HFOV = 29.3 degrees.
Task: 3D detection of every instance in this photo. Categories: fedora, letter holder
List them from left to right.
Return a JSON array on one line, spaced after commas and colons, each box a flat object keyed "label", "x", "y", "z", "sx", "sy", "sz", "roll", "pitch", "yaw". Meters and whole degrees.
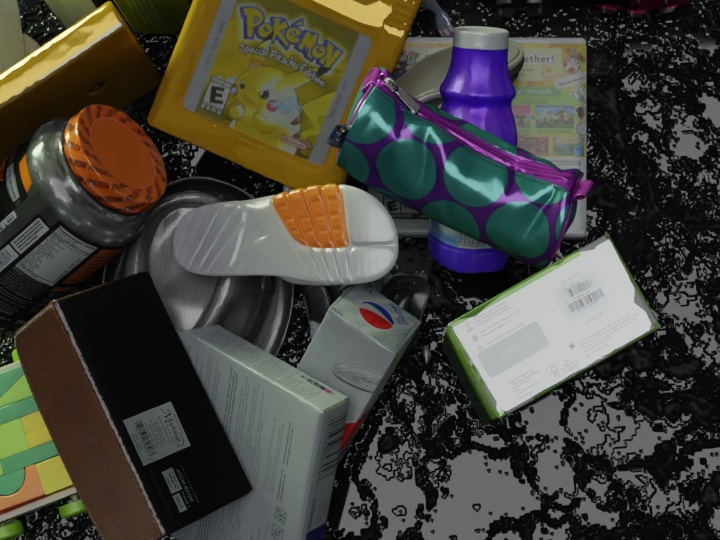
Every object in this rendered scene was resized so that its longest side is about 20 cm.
[{"label": "letter holder", "x": -0.204, "y": 0.128, "z": 1.130, "sx": 0.142, "sy": 0.100, "sz": 0.202, "roll": -32, "pitch": 82, "yaw": 42}, {"label": "fedora", "x": -0.148, "y": 0.012, "z": 1.208, "sx": 0.175, "sy": 0.090, "sz": 0.202, "roll": 9, "pitch": 82, "yaw": 4}]

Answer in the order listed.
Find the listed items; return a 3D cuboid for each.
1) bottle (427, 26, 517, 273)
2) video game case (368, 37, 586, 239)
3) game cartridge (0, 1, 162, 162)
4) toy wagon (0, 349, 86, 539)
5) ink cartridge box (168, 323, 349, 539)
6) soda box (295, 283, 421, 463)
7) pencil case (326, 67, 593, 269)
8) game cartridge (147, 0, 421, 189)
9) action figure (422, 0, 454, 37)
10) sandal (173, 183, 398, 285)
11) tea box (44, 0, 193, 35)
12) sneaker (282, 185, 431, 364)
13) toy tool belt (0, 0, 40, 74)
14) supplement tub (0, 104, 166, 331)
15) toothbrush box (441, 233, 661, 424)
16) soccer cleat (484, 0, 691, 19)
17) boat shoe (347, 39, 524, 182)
[{"label": "bottle", "x": 0.096, "y": -0.102, "z": 1.164, "sx": 0.065, "sy": 0.084, "sz": 0.202, "roll": -3, "pitch": 108, "yaw": -18}, {"label": "video game case", "x": 0.106, "y": -0.121, "z": 1.250, "sx": 0.197, "sy": 0.023, "sz": 0.184, "roll": 1, "pitch": 82, "yaw": 4}, {"label": "game cartridge", "x": -0.275, "y": -0.144, "z": 1.194, "sx": 0.199, "sy": 0.176, "sz": 0.033, "roll": -32, "pitch": 83, "yaw": -3}, {"label": "toy wagon", "x": -0.326, "y": 0.161, "z": 1.222, "sx": 0.198, "sy": 0.040, "sz": 0.157, "roll": -20, "pitch": 81, "yaw": 0}, {"label": "ink cartridge box", "x": -0.108, "y": 0.154, "z": 1.150, "sx": 0.199, "sy": 0.043, "sz": 0.198, "roll": 27, "pitch": 119, "yaw": 32}, {"label": "soda box", "x": -0.027, "y": 0.109, "z": 1.150, "sx": 0.068, "sy": 0.063, "sz": 0.201, "roll": 34, "pitch": 122, "yaw": 7}, {"label": "pencil case", "x": 0.077, "y": -0.081, "z": 1.084, "sx": 0.198, "sy": 0.093, "sz": 0.085, "roll": 27, "pitch": 48, "yaw": 2}, {"label": "game cartridge", "x": -0.062, "y": -0.180, "z": 1.143, "sx": 0.175, "sy": 0.032, "sz": 0.202, "roll": 23, "pitch": 105, "yaw": -3}, {"label": "action figure", "x": 0.051, "y": -0.298, "z": 1.213, "sx": 0.199, "sy": 0.148, "sz": 0.135, "roll": -33, "pitch": 66, "yaw": 31}, {"label": "sandal", "x": -0.057, "y": -0.028, "z": 1.140, "sx": 0.204, "sy": 0.059, "sz": 0.080, "roll": 1, "pitch": 85, "yaw": 25}, {"label": "tea box", "x": -0.179, "y": -0.327, "z": 1.237, "sx": 0.194, "sy": 0.134, "sz": 0.203, "roll": 3, "pitch": 82, "yaw": 2}, {"label": "sneaker", "x": 0.000, "y": 0.000, "z": 1.214, "sx": 0.113, "sy": 0.075, "sz": 0.202, "roll": -14, "pitch": 87, "yaw": 0}, {"label": "toy tool belt", "x": -0.366, "y": -0.222, "z": 1.236, "sx": 0.122, "sy": 0.124, "sz": 0.202, "roll": -12, "pitch": 89, "yaw": 39}, {"label": "supplement tub", "x": -0.263, "y": -0.046, "z": 1.169, "sx": 0.199, "sy": 0.122, "sz": 0.123, "roll": -36, "pitch": 80, "yaw": 28}, {"label": "toothbrush box", "x": 0.149, "y": 0.055, "z": 1.132, "sx": 0.145, "sy": 0.200, "sz": 0.087, "roll": -29, "pitch": 81, "yaw": -1}, {"label": "soccer cleat", "x": 0.206, "y": -0.277, "z": 1.242, "sx": 0.197, "sy": 0.070, "sz": 0.087, "roll": 0, "pitch": 82, "yaw": 3}, {"label": "boat shoe", "x": 0.057, "y": -0.143, "z": 1.224, "sx": 0.198, "sy": 0.057, "sz": 0.067, "roll": -26, "pitch": 45, "yaw": -4}]
